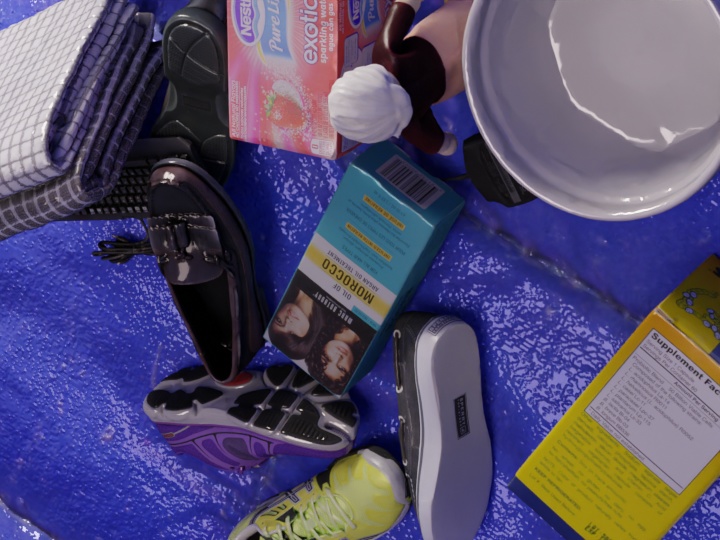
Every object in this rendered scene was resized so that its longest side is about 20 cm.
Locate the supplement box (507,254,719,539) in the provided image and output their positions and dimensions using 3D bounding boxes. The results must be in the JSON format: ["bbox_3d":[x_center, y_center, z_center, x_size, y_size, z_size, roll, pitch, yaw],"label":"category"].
[{"bbox_3d":[0.215,0.106,1.561,0.109,0.109,0.200,42,126,8],"label":"supplement box"}]

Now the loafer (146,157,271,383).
[{"bbox_3d":[-0.119,0.004,1.702,0.072,0.063,0.200,2,135,24],"label":"loafer"}]

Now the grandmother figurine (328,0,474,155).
[{"bbox_3d":[0.040,-0.134,1.505,0.060,0.200,0.122,-17,101,35],"label":"grandmother figurine"}]

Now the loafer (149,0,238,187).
[{"bbox_3d":[-0.116,-0.132,1.686,0.072,0.063,0.200,22,139,10],"label":"loafer"}]

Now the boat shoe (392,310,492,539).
[{"bbox_3d":[0.059,0.123,1.695,0.057,0.068,0.201,20,120,44],"label":"boat shoe"}]

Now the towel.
[{"bbox_3d":[-0.241,-0.115,1.693,0.165,0.200,0.086,-19,129,39],"label":"towel"}]

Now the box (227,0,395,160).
[{"bbox_3d":[-0.033,-0.193,1.584,0.094,0.103,0.201,13,117,26],"label":"box"}]

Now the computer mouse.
[{"bbox_3d":[0.076,-0.071,1.621,0.200,0.034,0.059,-13,110,40],"label":"computer mouse"}]

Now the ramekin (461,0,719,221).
[{"bbox_3d":[0.178,-0.144,1.478,0.200,0.105,0.201,12,117,26],"label":"ramekin"}]

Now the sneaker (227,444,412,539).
[{"bbox_3d":[-0.034,0.204,1.764,0.200,0.076,0.076,-36,90,42],"label":"sneaker"}]

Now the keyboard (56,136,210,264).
[{"bbox_3d":[-0.186,-0.051,1.756,0.199,0.021,0.127,0,131,39],"label":"keyboard"}]

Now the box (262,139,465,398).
[{"bbox_3d":[0.000,0.000,1.664,0.082,0.049,0.200,38,132,11],"label":"box"}]

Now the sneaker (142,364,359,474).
[{"bbox_3d":[-0.080,0.126,1.781,0.199,0.081,0.084,5,130,37],"label":"sneaker"}]
